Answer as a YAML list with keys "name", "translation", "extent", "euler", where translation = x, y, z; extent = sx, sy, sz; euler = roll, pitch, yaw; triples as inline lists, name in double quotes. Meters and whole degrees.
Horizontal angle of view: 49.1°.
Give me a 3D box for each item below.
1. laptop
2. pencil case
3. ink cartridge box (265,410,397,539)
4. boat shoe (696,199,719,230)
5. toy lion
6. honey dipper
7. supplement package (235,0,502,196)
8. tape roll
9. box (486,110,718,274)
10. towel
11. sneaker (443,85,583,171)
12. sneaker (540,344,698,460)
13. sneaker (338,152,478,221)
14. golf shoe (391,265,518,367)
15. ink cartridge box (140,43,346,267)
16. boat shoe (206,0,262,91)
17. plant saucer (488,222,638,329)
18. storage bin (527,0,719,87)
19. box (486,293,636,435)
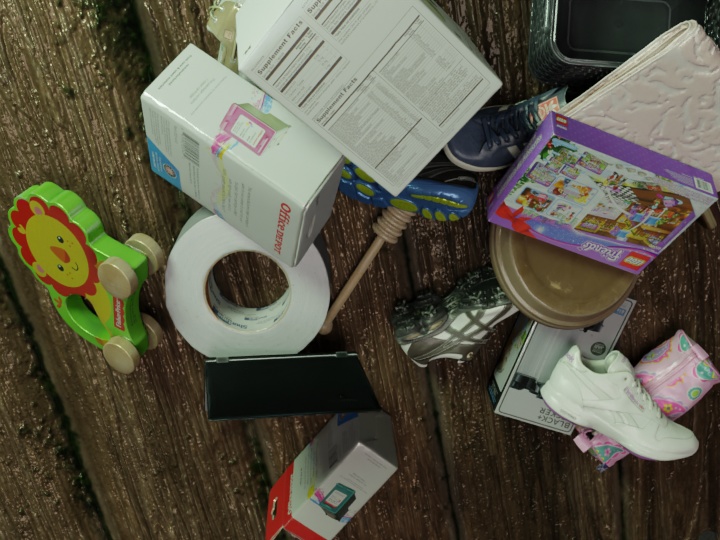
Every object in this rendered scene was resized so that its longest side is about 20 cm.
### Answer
- name: "laptop"
  translation: [-0.089, 0.162, 0.925]
  extent: [0.183, 0.118, 0.202]
  euler: [-1, 144, -12]
- name: "pencil case"
  translation: [0.365, 0.168, 1.023]
  extent: [0.199, 0.088, 0.088]
  euler: [-41, 109, 12]
- name: "ink cartridge box"
  translation: [-0.041, 0.274, 1.031]
  extent: [0.067, 0.117, 0.201]
  euler: [35, 107, -16]
- name: "boat shoe"
  translation: [0.387, -0.145, 0.907]
  extent: [0.071, 0.072, 0.203]
  euler: [-25, 105, 9]
- name: "toy lion"
  translation: [-0.324, 0.001, 0.918]
  extent: [0.189, 0.069, 0.203]
  euler: [24, 132, 13]
- name: "honey dipper"
  translation: [0.000, 0.000, 0.965]
  extent: [0.037, 0.038, 0.202]
  euler: [29, 110, -13]
- name: "supplement package"
  translation: [0.002, -0.213, 0.754]
  extent: [0.199, 0.153, 0.151]
  euler: [35, 112, -29]
- name: "tape roll"
  translation: [-0.133, 0.013, 0.949]
  extent: [0.195, 0.066, 0.205]
  euler: [-1, 112, -3]
- name: "box"
  translation: [0.251, -0.077, 0.837]
  extent: [0.196, 0.040, 0.138]
  euler: [18, 139, -13]
- name: "towel"
  translation: [0.307, -0.137, 0.813]
  extent: [0.199, 0.033, 0.190]
  euler: [34, 134, -30]
- name: "sneaker"
  translation: [0.188, -0.163, 0.863]
  extent: [0.195, 0.085, 0.077]
  euler: [-12, 78, -10]
- name: "sneaker"
  translation: [0.322, 0.160, 0.947]
  extent: [0.197, 0.075, 0.101]
  euler: [24, 105, 1]
- name: "sneaker"
  translation: [0.041, -0.119, 0.905]
  extent: [0.195, 0.084, 0.071]
  euler: [17, 147, 6]
- name: "golf shoe"
  translation: [0.140, 0.059, 0.981]
  extent: [0.196, 0.078, 0.096]
  euler: [-18, 121, 14]
- name: "ink cartridge box"
  translation: [-0.120, -0.113, 0.821]
  extent: [0.198, 0.145, 0.085]
  euler: [35, 65, 5]
- name: "boat shoe"
  translation: [-0.128, -0.259, 0.832]
  extent: [0.067, 0.075, 0.204]
  euler: [1, 113, -9]
- name: "plant saucer"
  translation: [0.246, -0.033, 0.921]
  extent: [0.195, 0.029, 0.205]
  euler: [1, 87, -11]
- name: "storage bin"
  translation: [0.282, -0.265, 0.814]
  extent: [0.195, 0.094, 0.139]
  euler: [4, 91, -1]
- name: "box"
  translation: [0.251, 0.098, 1.003]
  extent: [0.114, 0.060, 0.203]
  euler: [17, 111, -9]
